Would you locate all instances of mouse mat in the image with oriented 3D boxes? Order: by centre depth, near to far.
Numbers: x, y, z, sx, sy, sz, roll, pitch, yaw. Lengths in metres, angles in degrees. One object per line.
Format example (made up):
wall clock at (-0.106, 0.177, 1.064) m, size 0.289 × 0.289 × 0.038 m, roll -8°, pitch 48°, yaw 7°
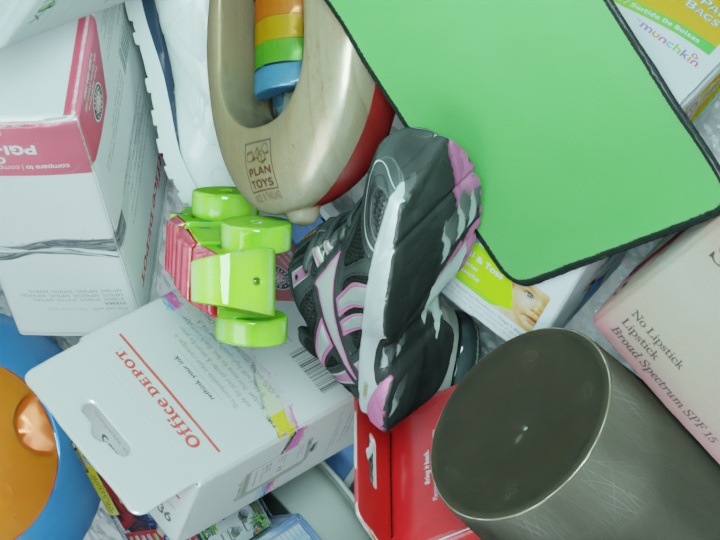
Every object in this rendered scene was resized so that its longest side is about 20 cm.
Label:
mouse mat at (0.075, -0.091, 1.217) m, size 0.161 × 0.008 × 0.201 m, roll -22°, pitch 105°, yaw 47°

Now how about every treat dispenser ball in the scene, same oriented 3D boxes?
treat dispenser ball at (-0.270, 0.125, 1.680) m, size 0.200 × 0.201 × 0.202 m, roll 22°, pitch 133°, yaw 26°

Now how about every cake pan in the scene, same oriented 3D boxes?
cake pan at (-0.033, 0.192, 1.606) m, size 0.200 × 0.037 × 0.201 m, roll 45°, pitch 153°, yaw 31°

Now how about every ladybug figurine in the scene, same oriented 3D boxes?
ladybug figurine at (-0.025, -0.122, 1.335) m, size 0.135 × 0.072 × 0.201 m, roll -9°, pitch 78°, yaw 53°

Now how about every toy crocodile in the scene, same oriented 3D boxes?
toy crocodile at (-0.078, -0.004, 1.363) m, size 0.200 × 0.061 × 0.068 m, roll -140°, pitch 51°, yaw -71°

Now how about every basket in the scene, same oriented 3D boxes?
basket at (0.138, 0.128, 1.323) m, size 0.200 × 0.136 × 0.180 m, roll 41°, pitch 175°, yaw -36°

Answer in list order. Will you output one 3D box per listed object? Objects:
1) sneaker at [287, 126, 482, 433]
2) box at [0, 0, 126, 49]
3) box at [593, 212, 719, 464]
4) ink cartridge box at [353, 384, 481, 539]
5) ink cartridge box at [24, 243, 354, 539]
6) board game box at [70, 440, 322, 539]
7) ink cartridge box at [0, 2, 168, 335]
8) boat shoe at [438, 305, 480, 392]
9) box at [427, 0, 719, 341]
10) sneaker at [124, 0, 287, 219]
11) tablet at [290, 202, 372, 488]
sneaker at (0.000, 0.000, 1.294) m, size 0.086 × 0.080 × 0.201 m, roll 33°, pitch 140°, yaw 20°
box at (-0.153, -0.261, 1.273) m, size 0.199 × 0.171 × 0.200 m, roll 49°, pitch 127°, yaw 9°
box at (0.232, 0.001, 1.232) m, size 0.128 × 0.109 × 0.200 m, roll 47°, pitch 139°, yaw 1°
ink cartridge box at (0.070, 0.147, 1.423) m, size 0.067 × 0.117 × 0.200 m, roll -23°, pitch 128°, yaw 18°
ink cartridge box at (-0.089, 0.075, 1.447) m, size 0.117 × 0.199 × 0.068 m, roll 48°, pitch 143°, yaw 21°
board game box at (-0.082, 0.170, 1.554) m, size 0.201 × 0.062 × 0.200 m, roll 62°, pitch 155°, yaw -5°
ink cartridge box at (-0.170, -0.076, 1.439) m, size 0.084 × 0.146 × 0.200 m, roll -2°, pitch 143°, yaw 9°
boat shoe at (0.058, 0.105, 1.511) m, size 0.061 × 0.073 × 0.201 m, roll -1°, pitch 123°, yaw -11°
box at (0.104, -0.071, 1.291) m, size 0.112 × 0.101 × 0.200 m, roll 38°, pitch 138°, yaw 10°
sneaker at (-0.072, -0.103, 1.441) m, size 0.080 × 0.076 × 0.201 m, roll -2°, pitch 121°, yaw 30°
tablet at (-0.023, 0.051, 1.533) m, size 0.130 × 0.014 × 0.200 m, roll 52°, pitch 145°, yaw 16°
